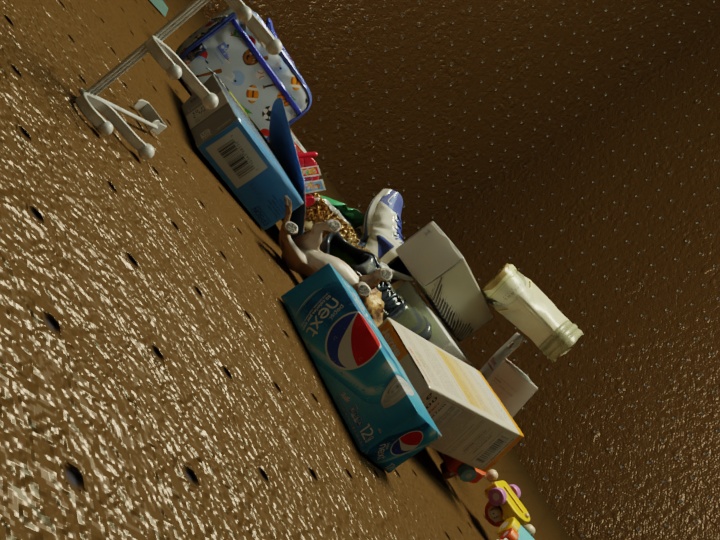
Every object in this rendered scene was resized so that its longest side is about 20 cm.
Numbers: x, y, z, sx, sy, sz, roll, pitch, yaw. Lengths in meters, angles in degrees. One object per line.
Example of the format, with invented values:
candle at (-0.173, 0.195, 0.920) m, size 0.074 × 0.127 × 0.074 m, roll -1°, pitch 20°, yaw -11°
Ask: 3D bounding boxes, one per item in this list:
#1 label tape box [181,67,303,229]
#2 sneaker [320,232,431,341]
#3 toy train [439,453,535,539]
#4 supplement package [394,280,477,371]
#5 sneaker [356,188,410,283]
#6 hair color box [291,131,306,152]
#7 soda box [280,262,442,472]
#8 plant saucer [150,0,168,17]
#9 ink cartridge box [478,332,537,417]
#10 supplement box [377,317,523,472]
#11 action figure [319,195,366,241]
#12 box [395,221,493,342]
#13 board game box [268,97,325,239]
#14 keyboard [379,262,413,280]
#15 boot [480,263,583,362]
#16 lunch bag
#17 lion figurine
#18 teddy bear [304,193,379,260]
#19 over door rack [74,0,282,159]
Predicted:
label tape box at (-0.158, -0.160, 1.049) m, size 0.143 × 0.066 × 0.200 m, roll 53°, pitch 2°, yaw -37°
sneaker at (0.011, 0.026, 1.067) m, size 0.200 × 0.074 × 0.081 m, roll 37°, pitch -33°, yaw 14°
toy train at (0.159, 0.305, 1.033) m, size 0.150 × 0.056 × 0.200 m, roll 34°, pitch 20°, yaw -35°
supplement package at (0.080, 0.117, 1.188) m, size 0.114 × 0.109 × 0.200 m, roll 56°, pitch 4°, yaw 27°
sneaker at (0.054, -0.041, 1.433) m, size 0.115 × 0.200 × 0.081 m, roll 10°, pitch -31°, yaw 25°
hair color box at (-0.180, -0.292, 1.843) m, size 0.111 × 0.064 × 0.200 m, roll 55°, pitch 3°, yaw 12°
soda box at (-0.002, 0.090, 0.799) m, size 0.200 × 0.064 × 0.068 m, roll 57°, pitch 5°, yaw 39°
plant saucer at (-0.412, -0.540, 1.512) m, size 0.070 × 0.019 × 0.200 m, roll 56°, pitch 5°, yaw 15°
ink cartridge box at (0.194, 0.190, 1.222) m, size 0.067 × 0.200 × 0.116 m, roll 40°, pitch 4°, yaw 2°
supplement box at (0.094, 0.155, 1.008) m, size 0.200 × 0.074 × 0.126 m, roll 32°, pitch 18°, yaw -39°
action figure at (-0.058, -0.083, 1.426) m, size 0.200 × 0.118 × 0.055 m, roll 31°, pitch 32°, yaw -59°
box at (0.122, 0.020, 1.163) m, size 0.082 × 0.068 × 0.200 m, roll 54°, pitch 1°, yaw 34°
board game box at (-0.084, -0.131, 1.114) m, size 0.158 × 0.039 × 0.200 m, roll 111°, pitch -32°, yaw -59°
keyboard at (0.000, 0.000, 1.180) m, size 0.056 × 0.011 × 0.200 m, roll 27°, pitch -11°, yaw -28°
boot at (0.254, 0.063, 1.225) m, size 0.155 × 0.072 × 0.200 m, roll 44°, pitch 5°, yaw 9°
lunch bag at (-0.176, -0.297, 1.253) m, size 0.200 × 0.160 × 0.076 m, roll 53°, pitch 4°, yaw -30°
lion figurine at (-0.039, 0.005, 0.997) m, size 0.200 × 0.072 × 0.122 m, roll 48°, pitch -30°, yaw 0°
teddy bear at (-0.046, -0.048, 1.305) m, size 0.145 × 0.067 × 0.200 m, roll 36°, pitch -9°, yaw 46°
over door rack at (-0.138, -0.162, 0.688) m, size 0.067 × 0.148 × 0.200 m, roll 52°, pitch 5°, yaw -7°
